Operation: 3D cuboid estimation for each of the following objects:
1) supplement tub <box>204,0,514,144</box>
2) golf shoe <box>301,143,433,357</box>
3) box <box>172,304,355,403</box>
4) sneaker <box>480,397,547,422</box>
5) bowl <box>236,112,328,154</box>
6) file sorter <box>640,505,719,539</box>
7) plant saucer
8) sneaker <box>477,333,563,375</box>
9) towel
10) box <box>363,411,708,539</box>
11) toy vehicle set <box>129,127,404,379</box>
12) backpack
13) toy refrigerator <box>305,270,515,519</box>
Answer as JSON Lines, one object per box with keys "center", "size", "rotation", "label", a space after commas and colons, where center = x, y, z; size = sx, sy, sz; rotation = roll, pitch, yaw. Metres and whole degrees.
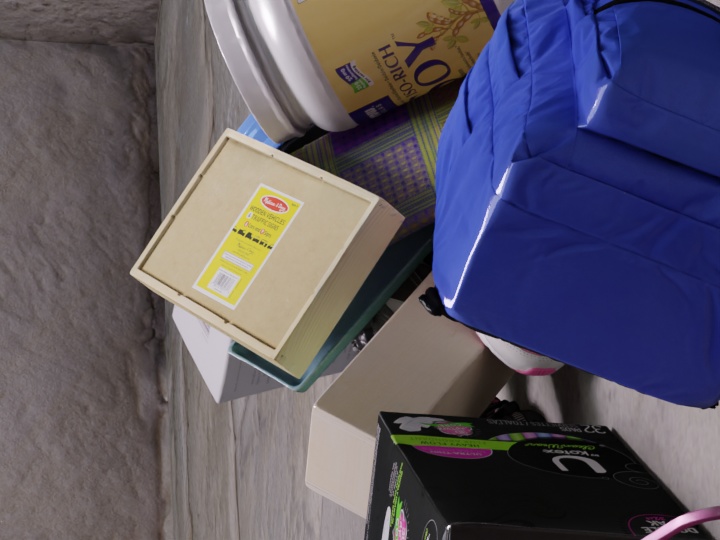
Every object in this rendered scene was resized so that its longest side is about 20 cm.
{"center": [0.008, -0.182, 1.519], "size": [0.146, 0.199, 0.145], "rotation": [65, -171, 0], "label": "supplement tub"}
{"center": [0.014, -0.024, 1.583], "size": [0.078, 0.094, 0.201], "rotation": [63, -175, -47], "label": "golf shoe"}
{"center": [-0.032, 0.006, 1.733], "size": [0.098, 0.198, 0.125], "rotation": [58, 149, 35], "label": "box"}
{"center": [0.080, 0.120, 1.502], "size": [0.200, 0.076, 0.085], "rotation": [129, 138, -70], "label": "sneaker"}
{"center": [-0.019, -0.079, 1.764], "size": [0.039, 0.199, 0.202], "rotation": [55, 147, 35], "label": "bowl"}
{"center": [0.164, 0.200, 0.853], "size": [0.139, 0.124, 0.202], "rotation": [130, 139, -60], "label": "file sorter"}
{"center": [0.000, 0.000, 1.504], "size": [0.070, 0.200, 0.019], "rotation": [26, 154, 38], "label": "plant saucer"}
{"center": [0.106, -0.037, 1.384], "size": [0.088, 0.081, 0.202], "rotation": [148, 119, -73], "label": "sneaker"}
{"center": [0.039, -0.073, 1.517], "size": [0.023, 0.199, 0.144], "rotation": [57, -170, -38], "label": "towel"}
{"center": [0.089, 0.168, 1.250], "size": [0.200, 0.147, 0.126], "rotation": [-124, 39, -73], "label": "box"}
{"center": [-0.066, -0.016, 1.498], "size": [0.125, 0.026, 0.200], "rotation": [-56, 37, -5], "label": "toy vehicle set"}
{"center": [0.130, -0.055, 1.085], "size": [0.169, 0.161, 0.200], "rotation": [-59, 14, 23], "label": "backpack"}
{"center": [0.043, 0.063, 1.428], "size": [0.200, 0.070, 0.076], "rotation": [-48, -25, -40], "label": "toy refrigerator"}
